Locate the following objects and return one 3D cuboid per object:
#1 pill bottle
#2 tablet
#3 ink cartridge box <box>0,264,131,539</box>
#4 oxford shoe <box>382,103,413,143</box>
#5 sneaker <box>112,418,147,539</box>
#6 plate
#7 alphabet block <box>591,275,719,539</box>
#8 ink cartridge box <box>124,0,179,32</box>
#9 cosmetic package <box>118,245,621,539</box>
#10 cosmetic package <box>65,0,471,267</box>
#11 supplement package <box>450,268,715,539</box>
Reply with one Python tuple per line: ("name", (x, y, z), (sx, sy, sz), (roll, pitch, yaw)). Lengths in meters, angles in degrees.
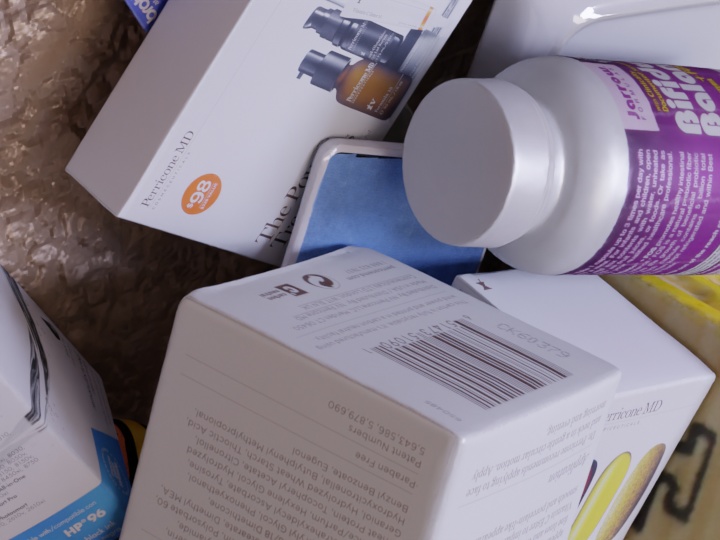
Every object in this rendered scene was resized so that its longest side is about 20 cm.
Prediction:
("pill bottle", (0.122, -0.053, 1.345), (0.200, 0.112, 0.112), (0, 115, -41))
("tablet", (0.001, 0.027, 1.380), (0.130, 0.014, 0.200), (3, 114, -38))
("ink cartridge box", (-0.191, 0.045, 1.252), (0.068, 0.116, 0.200), (-31, 132, 7))
("oxford shoe", (0.000, 0.000, 1.414), (0.075, 0.058, 0.200), (-2, 114, -33))
("sneaker", (-0.162, 0.167, 1.375), (0.090, 0.070, 0.200), (23, 94, -50))
("plate", (0.140, -0.097, 1.436), (0.200, 0.032, 0.200), (-11, 139, -32))
("alphabet block", (0.195, 0.092, 1.491), (0.195, 0.196, 0.200), (-6, 119, -50))
("ink cartridge box", (-0.062, -0.221, 1.255), (0.200, 0.042, 0.119), (-44, 134, -11))
("cosmetic package", (-0.002, 0.118, 1.276), (0.165, 0.165, 0.200), (-15, 126, -57))
("cosmetic package", (-0.036, -0.105, 1.302), (0.151, 0.052, 0.200), (18, 109, -52))
("supplement package", (0.078, 0.108, 1.393), (0.114, 0.110, 0.200), (-8, 132, -50))
